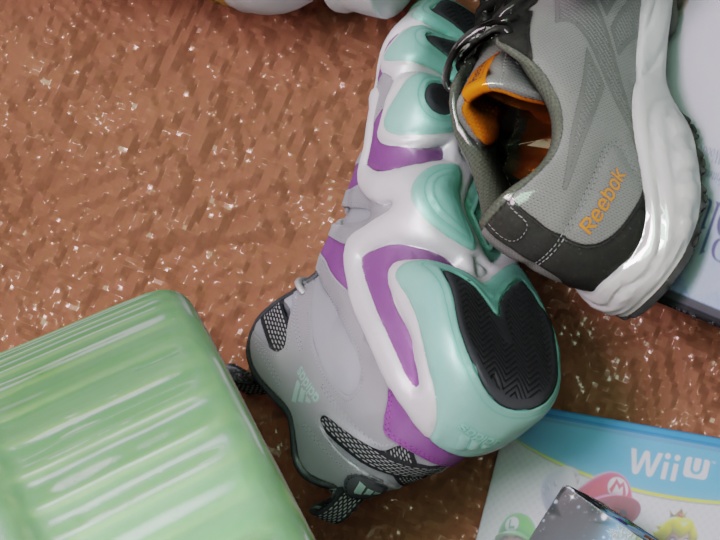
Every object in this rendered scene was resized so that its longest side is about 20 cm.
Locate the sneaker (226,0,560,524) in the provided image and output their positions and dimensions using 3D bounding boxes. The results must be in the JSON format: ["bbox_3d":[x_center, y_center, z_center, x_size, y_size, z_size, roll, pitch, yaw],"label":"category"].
[{"bbox_3d":[0.000,0.000,1.044,0.140,0.078,0.201,-35,36,34],"label":"sneaker"}]

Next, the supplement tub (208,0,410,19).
[{"bbox_3d":[-0.068,-0.178,1.057,0.199,0.145,0.145,17,81,13],"label":"supplement tub"}]

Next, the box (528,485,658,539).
[{"bbox_3d":[0.072,0.193,0.956,0.136,0.038,0.200,34,92,35],"label":"box"}]

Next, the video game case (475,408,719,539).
[{"bbox_3d":[0.091,0.154,0.992,0.143,0.018,0.201,8,78,34],"label":"video game case"}]

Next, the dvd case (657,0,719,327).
[{"bbox_3d":[0.129,-0.086,0.999,0.017,0.143,0.201,18,93,-31],"label":"dvd case"}]

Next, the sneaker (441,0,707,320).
[{"bbox_3d":[0.067,-0.078,1.002,0.074,0.079,0.201,-47,36,37],"label":"sneaker"}]

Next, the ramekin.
[{"bbox_3d":[-0.064,0.104,0.968,0.097,0.200,0.200,-27,74,-4],"label":"ramekin"}]
